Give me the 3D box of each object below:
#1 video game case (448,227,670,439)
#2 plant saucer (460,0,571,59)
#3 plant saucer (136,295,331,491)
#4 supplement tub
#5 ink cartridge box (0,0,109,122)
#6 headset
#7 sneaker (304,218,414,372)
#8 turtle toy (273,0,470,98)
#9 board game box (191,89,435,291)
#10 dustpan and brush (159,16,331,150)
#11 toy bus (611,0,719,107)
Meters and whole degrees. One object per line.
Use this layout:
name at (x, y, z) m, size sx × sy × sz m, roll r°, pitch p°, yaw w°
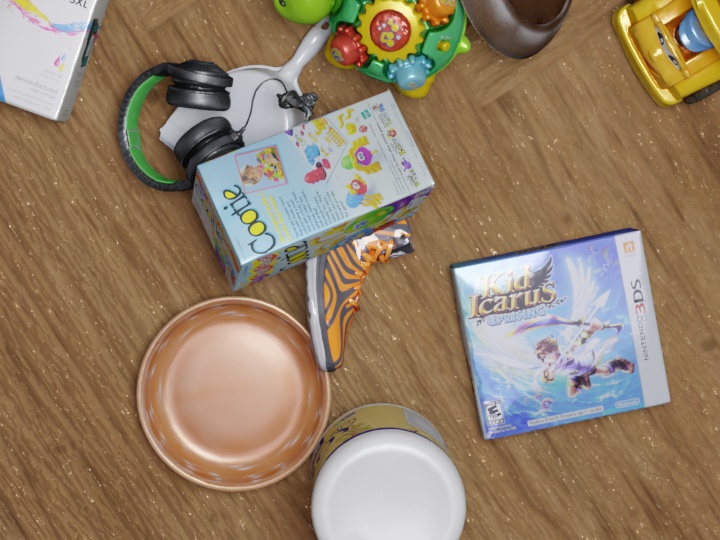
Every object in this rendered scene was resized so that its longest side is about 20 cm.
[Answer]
video game case at (0.205, 0.064, 1.407) m, size 0.198 × 0.045 × 0.183 m, roll -12°, pitch 94°, yaw -1°
plant saucer at (0.155, -0.306, 1.311) m, size 0.032 × 0.199 × 0.202 m, roll -3°, pitch 97°, yaw 39°
plant saucer at (-0.129, 0.125, 1.404) m, size 0.198 × 0.037 × 0.202 m, roll 0°, pitch 95°, yaw -2°
supplement tub at (0.023, 0.210, 1.334) m, size 0.144 × 0.200 × 0.147 m, roll 0°, pitch 95°, yaw -3°
ink cartridge box at (-0.316, -0.260, 1.348) m, size 0.115 × 0.067 × 0.202 m, roll 19°, pitch 94°, yaw -4°
headset at (-0.143, -0.148, 1.333) m, size 0.199 × 0.094 × 0.125 m, roll -11°, pitch 90°, yaw 29°
sneaker at (0.000, 0.000, 1.363) m, size 0.111 × 0.078 × 0.202 m, roll -1°, pitch 81°, yaw -4°
turtle toy at (0.011, -0.245, 1.288) m, size 0.198 × 0.101 × 0.147 m, roll 21°, pitch 114°, yaw -1°
board game box at (-0.047, -0.074, 1.292) m, size 0.199 × 0.103 × 0.106 m, roll -23°, pitch 80°, yaw -15°
dustpan and brush at (-0.092, -0.176, 1.377) m, size 0.139 × 0.057 × 0.201 m, roll 38°, pitch 99°, yaw 7°
toy bus at (0.364, -0.252, 1.313) m, size 0.199 × 0.192 × 0.136 m, roll -31°, pitch 97°, yaw 2°
